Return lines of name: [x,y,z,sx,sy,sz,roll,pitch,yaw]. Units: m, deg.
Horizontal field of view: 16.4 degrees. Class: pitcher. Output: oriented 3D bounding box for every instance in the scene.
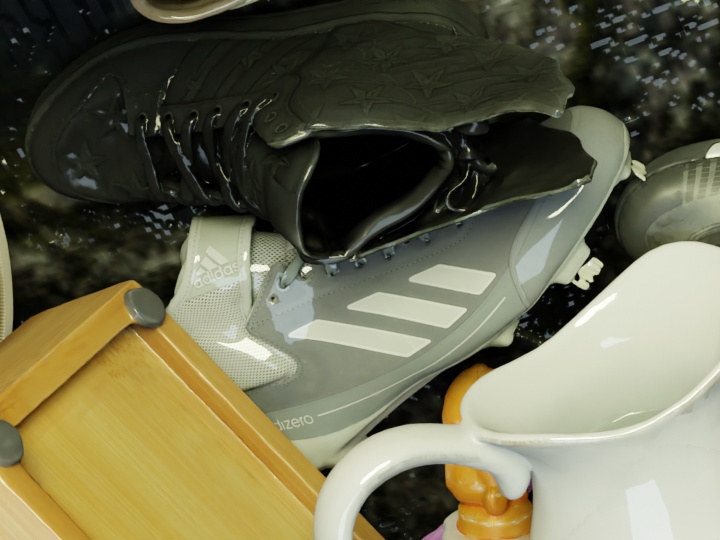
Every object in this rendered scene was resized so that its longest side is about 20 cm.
pitcher: [0.084,0.115,0.829,0.171,0.121,0.201,-23,114,-8]

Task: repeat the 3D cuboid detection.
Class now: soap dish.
soap dish: [-0.065,0.106,0.825,0.200,0.157,0.081,46,120,-1]

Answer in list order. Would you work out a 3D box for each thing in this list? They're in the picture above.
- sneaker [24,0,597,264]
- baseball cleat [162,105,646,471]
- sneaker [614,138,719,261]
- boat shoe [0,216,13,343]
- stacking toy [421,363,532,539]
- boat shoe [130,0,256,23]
sneaker: [-0.023,-0.042,0.813,0.199,0.104,0.060,-12,122,12]
baseball cleat: [0.000,0.000,0.860,0.106,0.070,0.200,36,118,-18]
sneaker: [0.182,0.013,0.841,0.199,0.091,0.067,18,122,-7]
boat shoe: [-0.173,0.050,0.887,0.072,0.060,0.201,16,107,11]
stacking toy: [0.052,0.128,0.933,0.109,0.116,0.201,0,109,10]
boat shoe: [0.012,-0.137,0.773,0.199,0.065,0.072,-26,117,20]
